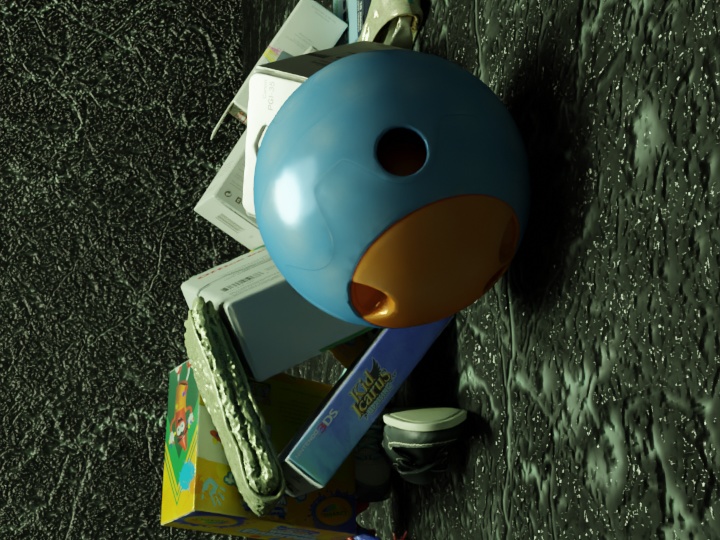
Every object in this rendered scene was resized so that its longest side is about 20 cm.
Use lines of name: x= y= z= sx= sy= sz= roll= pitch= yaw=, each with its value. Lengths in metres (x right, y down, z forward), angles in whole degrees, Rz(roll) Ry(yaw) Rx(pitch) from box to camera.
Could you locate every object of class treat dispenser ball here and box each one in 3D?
treat dispenser ball: x=0.023 y=-0.057 z=0.741 sx=0.201 sy=0.201 sz=0.201 roll=-179 pitch=90 yaw=-79

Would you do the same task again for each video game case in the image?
video game case: x=-0.005 y=0.124 z=0.983 sx=0.200 sy=0.045 sz=0.181 roll=-51 pitch=-2 yaw=-19

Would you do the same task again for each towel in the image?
towel: x=-0.122 y=0.130 z=0.958 sx=0.148 sy=0.036 sz=0.200 roll=114 pitch=134 yaw=-69

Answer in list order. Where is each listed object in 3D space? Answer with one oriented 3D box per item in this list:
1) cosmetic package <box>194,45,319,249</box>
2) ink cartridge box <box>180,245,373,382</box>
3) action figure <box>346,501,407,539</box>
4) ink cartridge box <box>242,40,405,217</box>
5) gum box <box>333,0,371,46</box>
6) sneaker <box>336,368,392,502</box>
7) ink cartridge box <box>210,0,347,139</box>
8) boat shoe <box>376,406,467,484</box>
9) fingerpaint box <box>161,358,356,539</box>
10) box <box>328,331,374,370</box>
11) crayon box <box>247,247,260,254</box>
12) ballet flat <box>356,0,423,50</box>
cosmetic package: x=-0.087 y=-0.131 z=1.112 sx=0.200 sy=0.085 sz=0.108 roll=-58 pitch=14 yaw=-14
ink cartridge box: x=-0.082 y=0.030 z=1.030 sx=0.200 sy=0.147 sz=0.083 roll=16 pitch=128 yaw=68
action figure: x=0.032 y=0.311 z=1.057 sx=0.200 sy=0.052 sz=0.065 roll=-130 pitch=30 yaw=-64
ink cartridge box: x=-0.020 y=-0.133 z=0.993 sx=0.200 sy=0.083 sz=0.147 roll=-31 pitch=-47 yaw=-54
gum box: x=0.003 y=-0.356 z=1.259 sx=0.200 sy=0.045 sz=0.170 roll=-175 pitch=85 yaw=-80
sneaker: x=-0.005 y=0.184 z=1.189 sx=0.200 sy=0.078 sz=0.086 roll=-108 pitch=25 yaw=-57
ink cartridge box: x=-0.104 y=-0.232 z=1.275 sx=0.200 sy=0.067 sz=0.117 roll=-56 pitch=10 yaw=-4
boat shoe: x=0.051 y=0.156 z=0.913 sx=0.199 sy=0.074 sz=0.066 roll=150 pitch=117 yaw=-78
fingerpaint box: x=-0.105 y=0.195 z=1.089 sx=0.073 sy=0.200 sz=0.167 roll=-31 pitch=52 yaw=43
box: x=-0.026 y=0.063 z=1.219 sx=0.119 sy=0.041 sz=0.200 roll=47 pitch=-174 yaw=-20
crayon box: x=-0.076 y=-0.045 z=1.308 sx=0.200 sy=0.058 sz=0.173 roll=-47 pitch=3 yaw=-15
ballet flat: x=0.022 y=-0.226 z=1.109 sx=0.200 sy=0.067 sz=0.062 roll=106 pitch=151 yaw=-54
